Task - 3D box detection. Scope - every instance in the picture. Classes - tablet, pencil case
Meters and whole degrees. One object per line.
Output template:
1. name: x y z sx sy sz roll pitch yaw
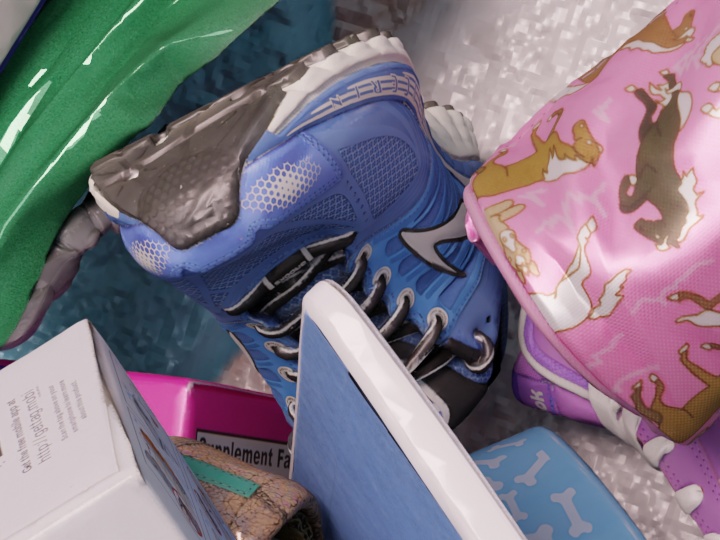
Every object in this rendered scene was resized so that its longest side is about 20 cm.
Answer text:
1. tablet: 0.022 0.085 0.683 0.014 0.200 0.131 -31 75 -12
2. pencil case: 0.114 -0.049 0.695 0.200 0.087 0.083 -43 115 14

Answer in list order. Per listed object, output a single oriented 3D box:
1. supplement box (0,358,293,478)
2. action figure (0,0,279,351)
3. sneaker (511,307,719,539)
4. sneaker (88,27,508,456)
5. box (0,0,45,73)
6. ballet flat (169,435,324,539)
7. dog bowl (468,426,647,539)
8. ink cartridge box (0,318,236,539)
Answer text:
1. supplement box: -0.077 0.127 0.802 0.101 0.103 0.202 4 84 24
2. action figure: -0.078 -0.046 0.765 0.118 0.055 0.201 29 86 33
3. sneaker: 0.098 0.052 0.764 0.114 0.073 0.202 -12 70 24
4. sneaker: 0.000 0.000 0.734 0.078 0.200 0.090 -26 77 15
5. box: -0.151 -0.151 0.754 0.200 0.105 0.185 35 93 36
6. ballet flat: -0.009 0.128 0.740 0.067 0.201 0.068 2 41 35
7. dog bowl: 0.077 0.124 0.741 0.049 0.112 0.200 -33 71 -6
8. ink cartridge box: -0.079 0.145 0.652 0.175 0.084 0.201 -30 115 0
